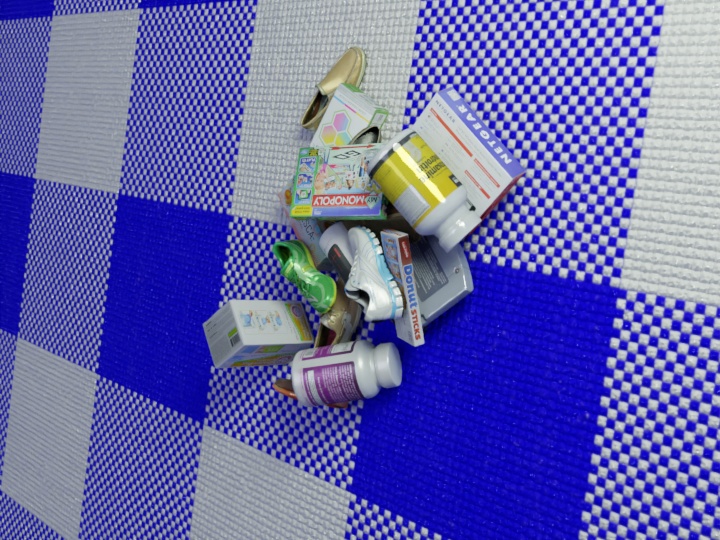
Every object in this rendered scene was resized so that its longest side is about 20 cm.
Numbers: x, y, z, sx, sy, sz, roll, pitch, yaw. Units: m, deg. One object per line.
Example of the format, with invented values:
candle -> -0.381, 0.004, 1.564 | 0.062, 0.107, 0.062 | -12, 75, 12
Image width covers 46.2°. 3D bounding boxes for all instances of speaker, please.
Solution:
speaker -> 0.000, 0.000, 1.614 | 0.081, 0.081, 0.201 | -51, 57, 27

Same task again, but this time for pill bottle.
pill bottle -> 0.110, -0.132, 1.427 | 0.200, 0.112, 0.112 | 48, 121, 4
pill bottle -> -0.025, 0.195, 1.625 | 0.197, 0.112, 0.114 | -11, 80, 19

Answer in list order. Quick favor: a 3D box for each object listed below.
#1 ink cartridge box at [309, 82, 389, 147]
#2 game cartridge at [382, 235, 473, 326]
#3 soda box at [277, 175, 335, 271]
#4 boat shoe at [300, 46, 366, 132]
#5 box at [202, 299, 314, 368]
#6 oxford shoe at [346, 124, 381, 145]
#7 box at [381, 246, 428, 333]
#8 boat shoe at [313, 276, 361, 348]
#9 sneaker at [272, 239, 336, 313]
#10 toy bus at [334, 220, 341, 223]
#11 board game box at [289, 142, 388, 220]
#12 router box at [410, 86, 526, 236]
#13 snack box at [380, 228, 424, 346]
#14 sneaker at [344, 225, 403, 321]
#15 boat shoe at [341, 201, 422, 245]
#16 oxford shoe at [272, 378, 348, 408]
ink cartridge box -> -0.035, -0.263, 1.709 | 0.104, 0.059, 0.202 | 40, 115, 25
game cartridge -> 0.123, -0.017, 1.537 | 0.133, 0.041, 0.202 | -39, 59, 26
soda box -> -0.099, -0.099, 1.765 | 0.068, 0.063, 0.202 | -42, 63, 33
boat shoe -> -0.059, -0.371, 1.734 | 0.072, 0.076, 0.202 | 45, 116, 34
box -> -0.210, 0.132, 1.763 | 0.112, 0.198, 0.103 | -38, 63, 36
oxford shoe -> -0.025, -0.194, 1.594 | 0.070, 0.075, 0.202 | 30, 78, 0
box -> 0.076, 0.019, 1.619 | 0.200, 0.036, 0.144 | 41, 114, 35
boat shoe -> -0.049, 0.101, 1.687 | 0.074, 0.066, 0.203 | 32, 118, 44
sneaker -> -0.117, 0.014, 1.674 | 0.200, 0.083, 0.075 | 50, 120, 36
toy bus -> -0.010, -0.139, 1.666 | 0.198, 0.065, 0.079 | 2, 52, 38
board game box -> -0.034, -0.161, 1.545 | 0.197, 0.029, 0.137 | 1, 77, 31
router box -> 0.164, -0.182, 1.473 | 0.201, 0.049, 0.180 | 51, 136, 11
snack box -> 0.074, 0.030, 1.498 | 0.072, 0.024, 0.203 | -154, 52, -64
sneaker -> 0.005, 0.005, 1.510 | 0.075, 0.085, 0.202 | 99, 152, -53
boat shoe -> 0.050, -0.093, 1.554 | 0.198, 0.068, 0.073 | 5, 133, 44
oxford shoe -> -0.099, 0.238, 1.756 | 0.198, 0.071, 0.074 | 4, 74, 36
